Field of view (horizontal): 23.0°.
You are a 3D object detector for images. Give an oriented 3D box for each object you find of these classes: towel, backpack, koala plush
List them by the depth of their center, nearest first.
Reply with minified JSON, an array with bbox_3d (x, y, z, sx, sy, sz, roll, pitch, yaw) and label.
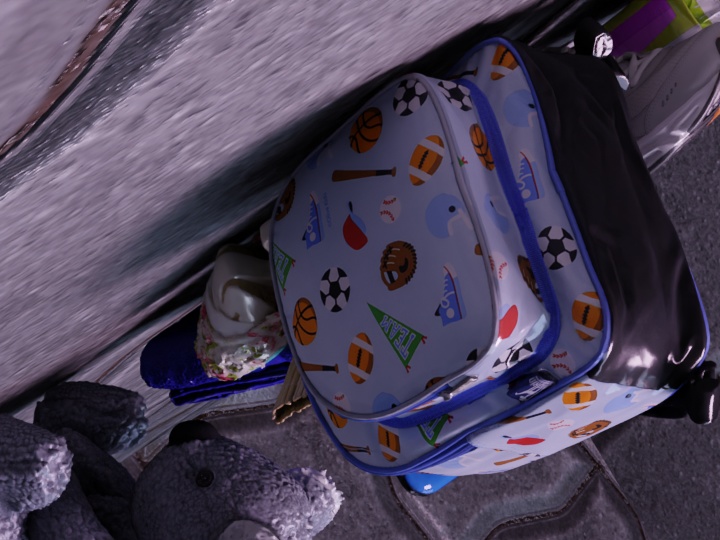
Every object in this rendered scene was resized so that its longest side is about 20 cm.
[{"bbox_3d":[0.045,0.008,0.818,0.153,0.202,0.190,6,148,-34],"label":"backpack"},{"bbox_3d":[-0.117,0.162,1.086,0.197,0.186,0.177,-6,-175,13],"label":"koala plush"},{"bbox_3d":[-0.029,0.033,1.124,0.198,0.050,0.147,-10,-164,38],"label":"towel"}]

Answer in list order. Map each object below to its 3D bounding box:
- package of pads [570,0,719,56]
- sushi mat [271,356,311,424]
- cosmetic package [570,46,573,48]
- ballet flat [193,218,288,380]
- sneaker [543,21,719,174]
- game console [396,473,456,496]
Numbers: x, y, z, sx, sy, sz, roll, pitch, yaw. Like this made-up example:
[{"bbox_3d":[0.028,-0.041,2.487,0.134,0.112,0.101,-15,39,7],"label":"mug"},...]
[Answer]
[{"bbox_3d":[0.200,-0.144,0.994,0.199,0.069,0.154,-35,180,-36],"label":"package of pads"},{"bbox_3d":[0.000,0.000,1.012,0.095,0.012,0.201,-36,-157,32],"label":"sushi mat"},{"bbox_3d":[0.078,-0.071,1.128,0.082,0.051,0.200,-30,177,-31],"label":"cosmetic package"},{"bbox_3d":[-0.041,-0.007,0.974,0.064,0.076,0.200,17,135,-43],"label":"ballet flat"},{"bbox_3d":[0.116,-0.084,0.906,0.076,0.092,0.200,-37,180,-38],"label":"sneaker"},{"bbox_3d":[0.028,0.063,1.350,0.170,0.201,0.118,-29,176,-35],"label":"game console"}]
